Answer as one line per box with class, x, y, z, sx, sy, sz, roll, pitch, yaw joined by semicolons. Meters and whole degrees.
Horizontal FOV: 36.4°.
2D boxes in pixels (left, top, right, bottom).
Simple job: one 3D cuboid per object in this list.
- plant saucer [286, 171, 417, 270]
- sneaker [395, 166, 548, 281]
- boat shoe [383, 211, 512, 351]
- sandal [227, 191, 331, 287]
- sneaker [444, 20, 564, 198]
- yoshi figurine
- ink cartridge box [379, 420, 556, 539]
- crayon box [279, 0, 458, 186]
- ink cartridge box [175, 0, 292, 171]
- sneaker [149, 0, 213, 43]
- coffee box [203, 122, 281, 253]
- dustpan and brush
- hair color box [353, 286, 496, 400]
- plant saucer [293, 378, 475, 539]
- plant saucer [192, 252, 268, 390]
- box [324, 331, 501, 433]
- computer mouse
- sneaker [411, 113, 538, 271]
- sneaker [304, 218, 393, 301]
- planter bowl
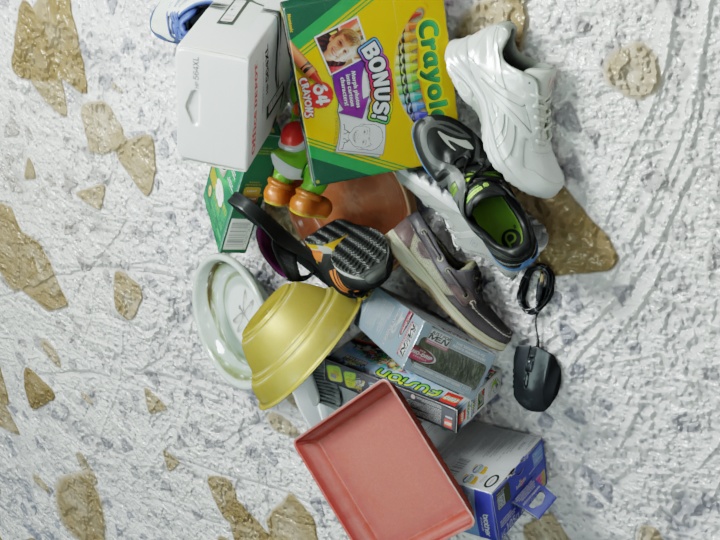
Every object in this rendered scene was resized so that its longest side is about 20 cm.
plant saucer;-0.011;-0.085;1.385;0.200;0.032;0.201;18;123;31
sneaker;0.115;-0.060;1.266;0.200;0.075;0.082;38;130;16
boat shoe;0.115;0.013;1.308;0.200;0.072;0.065;44;103;-2
sandal;-0.108;-0.028;1.413;0.200;0.048;0.075;42;173;-38
sneaker;0.172;-0.172;1.162;0.099;0.078;0.200;-26;99;36
yoshi figurine;-0.048;-0.170;1.307;0.112;0.112;0.201;10;106;-10
ink cartridge box;0.143;0.258;1.372;0.200;0.136;0.077;7;118;37
crayon box;0.013;-0.209;1.212;0.172;0.058;0.201;-11;112;-4
ink cartridge box;-0.134;-0.226;1.234;0.084;0.200;0.146;12;130;7
sneaker;-0.211;-0.322;1.381;0.200;0.088;0.075;0;114;40
coffee box;-0.156;-0.133;1.429;0.123;0.044;0.200;-112;33;-43
dustpan and brush;-0.076;0.132;1.532;0.200;0.057;0.140;62;142;38
hair color box;0.071;0.080;1.288;0.099;0.200;0.061;26;93;-19
plant saucer;0.032;0.251;1.343;0.200;0.037;0.200;-39;80;41
plant saucer;-0.169;0.069;1.565;0.200;0.050;0.201;24;122;46
box;0.065;0.132;1.387;0.200;0.110;0.035;18;123;31
computer mouse;0.206;0.085;1.300;0.058;0.034;0.201;14;121;34
sneaker;0.128;-0.091;1.178;0.071;0.083;0.200;-34;80;0
sneaker;0.000;0.000;1.319;0.090;0.070;0.200;63;168;-23
planter bowl;-0.093;0.075;1.403;0.083;0.201;0.200;43;135;-11
